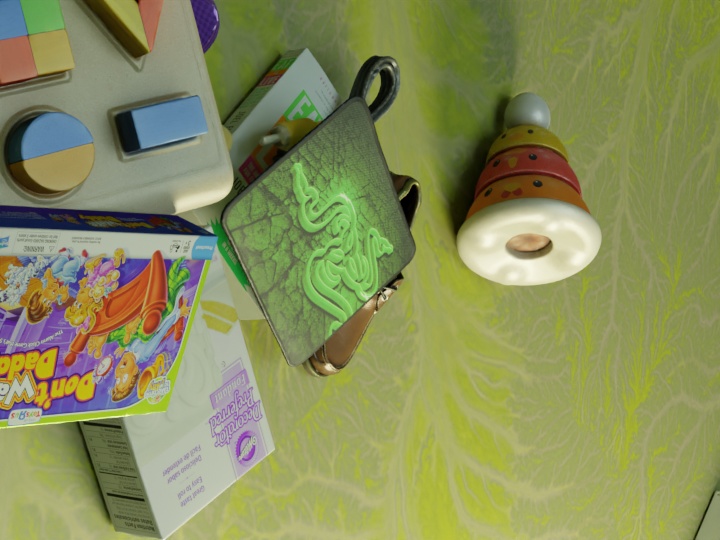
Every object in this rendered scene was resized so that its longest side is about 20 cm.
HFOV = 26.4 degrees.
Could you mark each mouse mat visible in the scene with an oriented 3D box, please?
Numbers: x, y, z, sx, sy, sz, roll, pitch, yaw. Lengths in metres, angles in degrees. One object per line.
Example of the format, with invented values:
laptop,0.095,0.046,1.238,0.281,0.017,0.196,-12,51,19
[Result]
mouse mat,-0.029,-0.029,1.266,0.161,0.008,0.201,-43,140,-19

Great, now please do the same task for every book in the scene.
book,-0.075,-0.076,1.298,0.200,0.048,0.134,-55,127,-34

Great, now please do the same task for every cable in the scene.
cable,-0.012,-0.109,1.298,0.200,0.050,0.098,-39,117,-39

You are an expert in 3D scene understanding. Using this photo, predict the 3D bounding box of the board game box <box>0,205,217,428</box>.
board game box,-0.192,0.030,1.007,0.199,0.045,0.135,0,111,-54

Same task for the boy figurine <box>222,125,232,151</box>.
boy figurine,-0.167,-0.077,1.144,0.200,0.064,0.125,-44,149,-45

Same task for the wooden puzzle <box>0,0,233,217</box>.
wooden puzzle,-0.180,-0.124,1.032,0.184,0.046,0.202,-18,102,-31

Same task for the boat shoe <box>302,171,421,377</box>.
boat shoe,0.000,0.000,1.371,0.072,0.068,0.201,35,64,-49

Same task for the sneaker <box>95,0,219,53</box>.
sneaker,-0.164,-0.172,1.137,0.200,0.088,0.081,-24,108,-51

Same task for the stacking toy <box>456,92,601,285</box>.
stacking toy,0.169,-0.098,1.578,0.146,0.145,0.201,40,41,-46

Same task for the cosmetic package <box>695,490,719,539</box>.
cosmetic package,0.466,0.392,2.009,0.200,0.050,0.083,-56,131,-36

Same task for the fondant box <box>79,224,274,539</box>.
fondant box,-0.152,0.083,1.182,0.144,0.058,0.201,-36,119,-46
